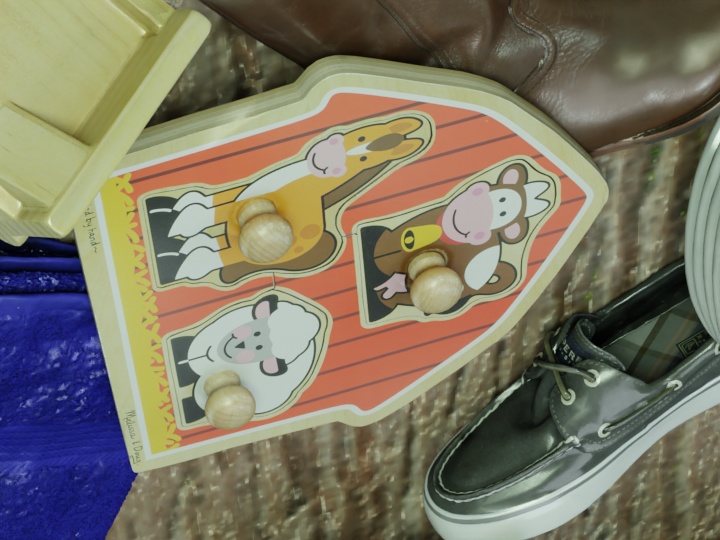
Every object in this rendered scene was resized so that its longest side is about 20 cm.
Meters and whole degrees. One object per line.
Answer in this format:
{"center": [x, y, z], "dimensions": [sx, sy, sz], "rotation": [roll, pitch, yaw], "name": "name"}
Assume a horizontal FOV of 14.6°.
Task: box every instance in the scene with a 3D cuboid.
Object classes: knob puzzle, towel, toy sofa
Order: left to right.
{"center": [-0.151, -0.098, 0.825], "dimensions": [0.200, 0.097, 0.083], "rotation": [39, 75, -21], "name": "toy sofa"}
{"center": [-0.143, 0.069, 1.095], "dimensions": [0.147, 0.050, 0.201], "rotation": [3, 132, -32], "name": "towel"}
{"center": [0.000, 0.000, 1.039], "dimensions": [0.218, 0.031, 0.220], "rotation": [-13, 139, -12], "name": "knob puzzle"}

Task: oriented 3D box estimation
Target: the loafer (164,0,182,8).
{"center": [-0.127, -0.041, 0.956], "dimensions": [0.200, 0.072, 0.063], "rotation": [-36, 114, 21], "name": "loafer"}

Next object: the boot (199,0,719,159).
{"center": [0.054, -0.113, 1.008], "dimensions": [0.186, 0.064, 0.200], "rotation": [-38, 136, 9], "name": "boot"}

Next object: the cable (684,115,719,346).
{"center": [0.223, -0.027, 1.151], "dimensions": [0.200, 0.069, 0.201], "rotation": [-38, 135, -16], "name": "cable"}

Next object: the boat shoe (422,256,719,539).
{"center": [0.108, 0.044, 1.203], "dimensions": [0.199, 0.070, 0.066], "rotation": [-29, 134, 0], "name": "boat shoe"}
